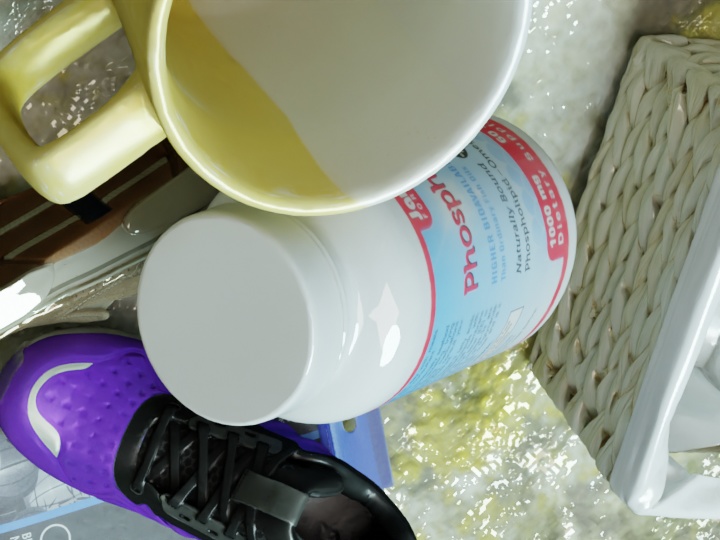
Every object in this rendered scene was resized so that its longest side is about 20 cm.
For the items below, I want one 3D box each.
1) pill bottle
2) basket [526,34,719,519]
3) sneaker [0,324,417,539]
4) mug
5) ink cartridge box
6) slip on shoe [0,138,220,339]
[{"bbox_3d":[0.000,0.000,0.979,0.200,0.108,0.109,-20,134,-57],"label":"pill bottle"},{"bbox_3d":[0.178,-0.001,1.112,0.135,0.123,0.201,3,117,-29],"label":"basket"},{"bbox_3d":[-0.055,0.083,1.000,0.199,0.099,0.070,27,86,-22],"label":"sneaker"},{"bbox_3d":[-0.050,-0.119,0.904,0.185,0.153,0.150,-8,122,-22],"label":"mug"},{"bbox_3d":[-0.076,0.083,1.068,0.199,0.039,0.100,-17,104,-19],"label":"ink cartridge box"},{"bbox_3d":[-0.125,-0.001,0.991,0.199,0.076,0.061,-33,129,-17],"label":"slip on shoe"}]
